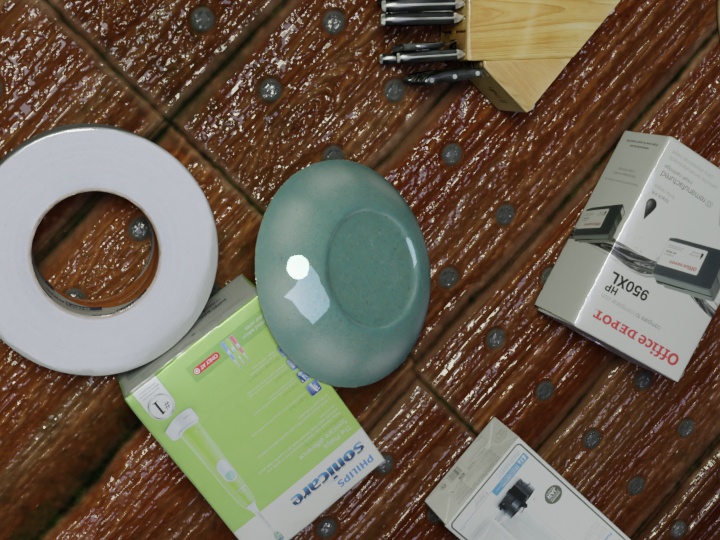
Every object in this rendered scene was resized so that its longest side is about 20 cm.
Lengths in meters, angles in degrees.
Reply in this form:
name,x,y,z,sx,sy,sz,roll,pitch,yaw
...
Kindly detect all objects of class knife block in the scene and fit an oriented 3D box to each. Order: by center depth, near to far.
name,x,y,z,sx,sy,sz,roll,pitch,yaw
knife block,0.112,-0.236,0.900,0.175,0.064,0.200,42,86,-22

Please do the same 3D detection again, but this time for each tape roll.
name,x,y,z,sx,sy,sz,roll,pitch,yaw
tape roll,-0.220,-0.019,0.832,0.198,0.066,0.203,-4,103,-18

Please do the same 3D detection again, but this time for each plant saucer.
name,x,y,z,sx,sy,sz,roll,pitch,yaw
plant saucer,0.000,0.000,0.877,0.200,0.039,0.203,7,80,-39

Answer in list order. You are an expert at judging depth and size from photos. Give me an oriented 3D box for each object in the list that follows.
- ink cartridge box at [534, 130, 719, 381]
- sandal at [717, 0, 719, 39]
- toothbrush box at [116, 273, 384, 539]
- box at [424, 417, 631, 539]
name,x,y,z,sx,sy,sz,roll,pitch,yaw
ink cartridge box,0.287,-0.013,0.992,0.144,0.084,0.201,27,92,-21
sandal,0.423,-0.195,1.009,0.077,0.070,0.214,-22,107,-13
toothbrush box,-0.097,0.130,0.891,0.145,0.086,0.201,-38,109,-9
box,0.176,0.258,1.022,0.200,0.060,0.117,44,86,-21
